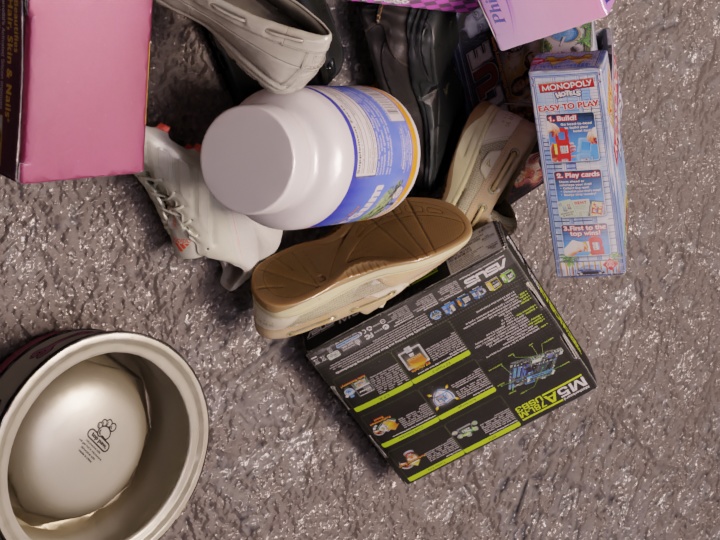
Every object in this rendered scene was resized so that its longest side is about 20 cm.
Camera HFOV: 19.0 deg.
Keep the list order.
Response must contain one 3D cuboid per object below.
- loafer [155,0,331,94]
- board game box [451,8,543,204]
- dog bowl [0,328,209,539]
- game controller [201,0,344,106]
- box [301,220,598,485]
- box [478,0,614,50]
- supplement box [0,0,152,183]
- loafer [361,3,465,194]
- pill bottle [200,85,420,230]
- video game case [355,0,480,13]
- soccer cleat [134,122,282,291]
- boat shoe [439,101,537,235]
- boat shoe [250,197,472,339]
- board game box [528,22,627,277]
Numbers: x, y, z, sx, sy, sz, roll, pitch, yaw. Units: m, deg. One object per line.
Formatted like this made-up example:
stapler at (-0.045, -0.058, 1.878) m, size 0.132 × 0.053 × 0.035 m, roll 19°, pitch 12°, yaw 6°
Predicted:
loafer at (-0.106, -0.216, 1.600) m, size 0.200 × 0.070 × 0.070 m, roll 37°, pitch 40°, yaw -3°
board game box at (0.135, -0.168, 1.896) m, size 0.135 × 0.035 × 0.201 m, roll -33°, pitch 123°, yaw -27°
dog bowl at (-0.220, 0.134, 1.683) m, size 0.200 × 0.074 × 0.201 m, roll -14°, pitch 113°, yaw -35°
game controller at (-0.081, -0.217, 1.705) m, size 0.104 × 0.042 × 0.200 m, roll -29°, pitch 123°, yaw -12°
box at (0.078, 0.075, 1.865) m, size 0.200 × 0.048 × 0.193 m, roll -29°, pitch 130°, yaw 11°
box at (0.141, -0.304, 1.727) m, size 0.176 × 0.096 × 0.200 m, roll 65°, pitch 27°, yaw -20°
supplement box at (-0.240, -0.148, 1.484) m, size 0.103 × 0.200 × 0.131 m, roll -7°, pitch 110°, yaw -37°
loafer at (0.044, -0.151, 1.809) m, size 0.201 × 0.072 × 0.073 m, roll 86°, pitch 26°, yaw -42°
pill bottle at (-0.041, -0.089, 1.676) m, size 0.200 × 0.112 × 0.113 m, roll -12°, pitch 115°, yaw -63°
video game case at (0.006, -0.298, 1.688) m, size 0.199 × 0.036 × 0.182 m, roll 0°, pitch 74°, yaw -40°
soccer cleat at (-0.135, -0.053, 1.695) m, size 0.078 × 0.069 × 0.200 m, roll -55°, pitch 134°, yaw -6°
boat shoe at (0.100, -0.044, 1.849) m, size 0.072 × 0.065 × 0.201 m, roll -43°, pitch 154°, yaw -63°
boat shoe at (0.000, 0.000, 1.779) m, size 0.199 × 0.072 × 0.065 m, roll -24°, pitch 146°, yaw -21°
board game box at (0.183, -0.134, 1.779) m, size 0.200 × 0.061 × 0.201 m, roll 73°, pitch 18°, yaw -50°
